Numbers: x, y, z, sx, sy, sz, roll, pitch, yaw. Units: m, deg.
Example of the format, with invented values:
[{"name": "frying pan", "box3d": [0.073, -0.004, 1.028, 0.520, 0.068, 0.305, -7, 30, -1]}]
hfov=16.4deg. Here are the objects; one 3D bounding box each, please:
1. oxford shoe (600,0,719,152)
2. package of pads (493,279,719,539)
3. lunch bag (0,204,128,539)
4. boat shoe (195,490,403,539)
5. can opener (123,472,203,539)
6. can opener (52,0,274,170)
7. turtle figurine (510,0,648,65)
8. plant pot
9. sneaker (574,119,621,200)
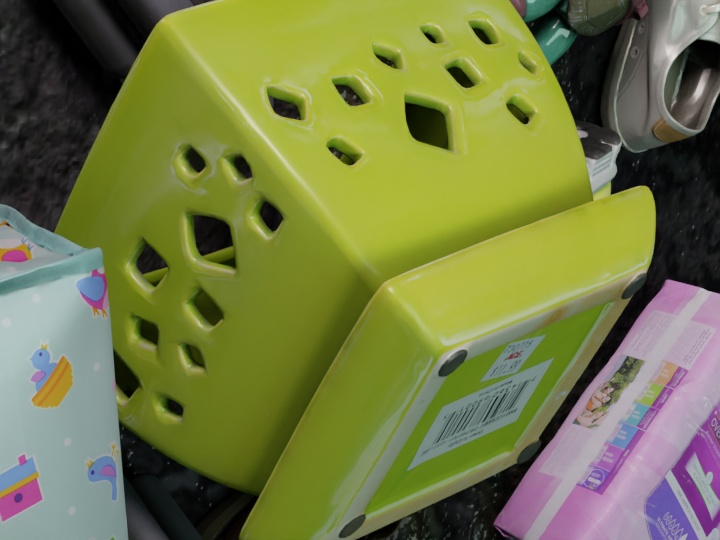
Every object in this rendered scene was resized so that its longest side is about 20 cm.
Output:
[{"name": "oxford shoe", "box3d": [0.188, -0.162, 1.407, 0.075, 0.058, 0.201, 13, 90, -46]}, {"name": "package of pads", "box3d": [0.169, 0.118, 1.456, 0.200, 0.075, 0.121, -52, 136, -23]}, {"name": "lunch bag", "box3d": [-0.201, 0.078, 1.012, 0.199, 0.122, 0.171, -16, 113, -36]}, {"name": "boat shoe", "box3d": [-0.002, 0.109, 1.272, 0.200, 0.068, 0.072, -48, 130, -28]}, {"name": "can opener", "box3d": [-0.061, 0.153, 1.126, 0.053, 0.200, 0.067, 21, 107, -48]}, {"name": "can opener", "box3d": [-0.098, -0.122, 1.128, 0.200, 0.053, 0.067, 55, 29, -40]}, {"name": "turtle figurine", "box3d": [0.106, -0.162, 1.294, 0.200, 0.100, 0.150, -49, 133, -18]}, {"name": "plant pot", "box3d": [0.000, 0.000, 1.101, 0.199, 0.182, 0.199, -20, 150, -43]}, {"name": "sneaker", "box3d": [0.069, -0.008, 1.311, 0.199, 0.078, 0.091, -25, 126, -38]}]
